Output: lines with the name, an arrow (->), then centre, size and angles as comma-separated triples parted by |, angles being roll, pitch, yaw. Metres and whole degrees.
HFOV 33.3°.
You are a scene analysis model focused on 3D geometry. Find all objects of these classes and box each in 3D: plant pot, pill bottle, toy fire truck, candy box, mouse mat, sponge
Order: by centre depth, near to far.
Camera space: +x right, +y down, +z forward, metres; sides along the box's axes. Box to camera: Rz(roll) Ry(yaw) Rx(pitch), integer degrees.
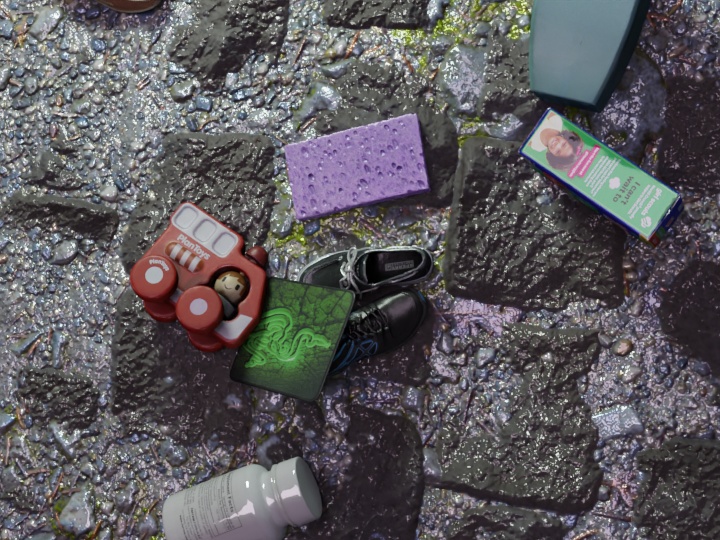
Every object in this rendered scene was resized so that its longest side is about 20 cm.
candy box -> 0.315, -0.115, 1.557 | 0.200, 0.169, 0.077 | 35, 96, 15
plant pot -> 0.299, -0.321, 1.606 | 0.141, 0.141, 0.200 | 16, 95, 16
pill bottle -> -0.161, 0.331, 1.657 | 0.200, 0.114, 0.115 | -22, 79, 11
mouse mat -> -0.097, 0.091, 1.658 | 0.200, 0.008, 0.161 | 8, 73, 48
sponge -> -0.004, -0.146, 1.714 | 0.200, 0.030, 0.112 | -12, 81, 12
toy fire truck -> -0.221, 0.010, 1.721 | 0.200, 0.112, 0.168 | 33, 74, 15

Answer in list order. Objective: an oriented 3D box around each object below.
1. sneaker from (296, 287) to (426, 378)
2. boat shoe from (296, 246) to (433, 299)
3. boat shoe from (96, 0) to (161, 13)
sneaker -> 0.001, 0.090, 1.659 | 0.200, 0.082, 0.073 | -34, 77, 8
boat shoe -> 0.001, 0.003, 1.676 | 0.199, 0.068, 0.074 | -4, 82, 14
boat shoe -> -0.392, -0.442, 1.825 | 0.200, 0.072, 0.076 | 14, 87, 15
